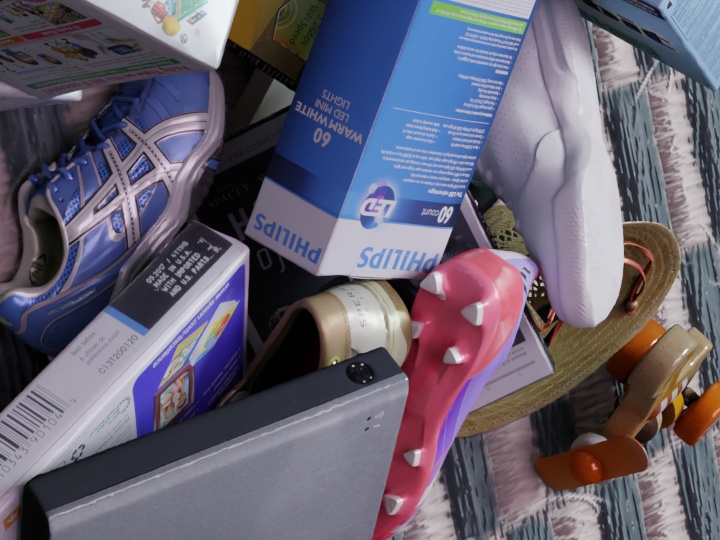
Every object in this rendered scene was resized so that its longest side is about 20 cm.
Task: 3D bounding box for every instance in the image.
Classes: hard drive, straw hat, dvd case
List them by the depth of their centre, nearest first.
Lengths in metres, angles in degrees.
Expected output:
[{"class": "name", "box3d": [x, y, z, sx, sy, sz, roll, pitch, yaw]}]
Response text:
[{"class": "hard drive", "box3d": [-0.076, 0.122, 1.041, 0.200, 0.033, 0.140, -19, 143, -27]}, {"class": "dvd case", "box3d": [0.000, 0.000, 1.169, 0.150, 0.025, 0.200, -26, 101, 7]}, {"class": "straw hat", "box3d": [0.090, 0.009, 1.282, 0.201, 0.201, 0.085, -4, 50, -39]}]

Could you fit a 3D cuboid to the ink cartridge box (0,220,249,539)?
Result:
[{"class": "ink cartridge box", "box3d": [-0.131, 0.100, 1.089, 0.198, 0.043, 0.200, -48, 158, -30]}]

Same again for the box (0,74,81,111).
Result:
[{"class": "box", "box3d": [-0.242, -0.173, 1.004, 0.200, 0.105, 0.185, 1, 89, -40]}]

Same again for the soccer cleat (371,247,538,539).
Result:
[{"class": "soccer cleat", "box3d": [0.037, 0.074, 1.143, 0.076, 0.067, 0.200, -16, 138, -51]}]

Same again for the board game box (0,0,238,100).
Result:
[{"class": "board game box", "box3d": [-0.171, -0.145, 0.901, 0.200, 0.147, 0.064, 26, 72, -37]}]

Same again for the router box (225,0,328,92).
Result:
[{"class": "router box", "box3d": [-0.032, -0.211, 1.108, 0.157, 0.052, 0.200, 31, 87, -6]}]

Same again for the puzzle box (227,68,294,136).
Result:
[{"class": "puzzle box", "box3d": [0.006, -0.114, 1.214, 0.133, 0.025, 0.200, 27, 95, -37]}]

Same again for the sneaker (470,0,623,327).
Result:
[{"class": "sneaker", "box3d": [0.094, -0.056, 1.178, 0.075, 0.088, 0.201, 42, 39, -60]}]

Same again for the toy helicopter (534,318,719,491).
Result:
[{"class": "toy helicopter", "box3d": [0.173, 0.083, 1.309, 0.132, 0.200, 0.079, -44, 76, -11]}]

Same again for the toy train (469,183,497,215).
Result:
[{"class": "toy train", "box3d": [0.094, -0.076, 1.291, 0.034, 0.046, 0.200, 54, 43, -10]}]

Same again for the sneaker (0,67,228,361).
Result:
[{"class": "sneaker", "box3d": [-0.132, -0.045, 1.109, 0.077, 0.076, 0.201, 28, 74, -35]}]

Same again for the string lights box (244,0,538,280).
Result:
[{"class": "string lights box", "box3d": [0.023, -0.097, 1.075, 0.103, 0.059, 0.201, 4, 111, -53]}]

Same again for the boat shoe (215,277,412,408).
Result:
[{"class": "boat shoe", "box3d": [-0.047, 0.083, 1.122, 0.066, 0.074, 0.200, -1, 130, -43]}]

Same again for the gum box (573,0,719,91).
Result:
[{"class": "gum box", "box3d": [0.133, -0.183, 1.222, 0.045, 0.170, 0.200, -58, 160, 2]}]
